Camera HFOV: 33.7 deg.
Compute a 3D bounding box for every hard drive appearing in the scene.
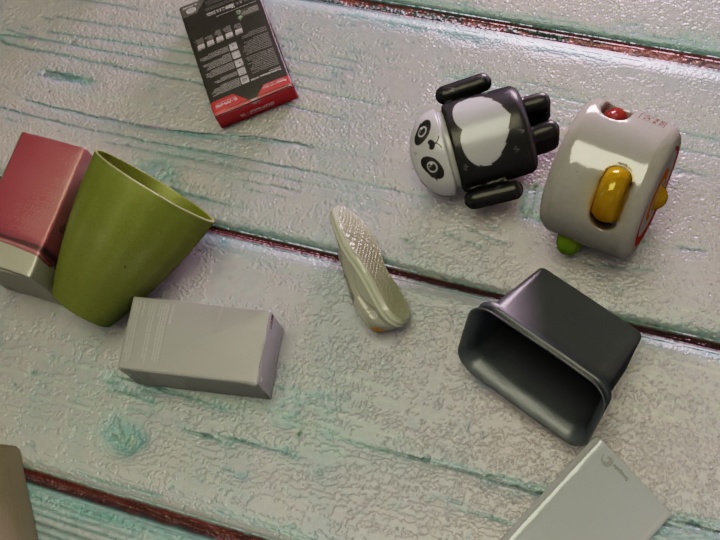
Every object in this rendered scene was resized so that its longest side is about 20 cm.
[{"bbox_3d":[0.260,0.317,1.417,0.200,0.027,0.132,-45,98,-8],"label":"hard drive"}]

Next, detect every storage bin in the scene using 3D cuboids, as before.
[{"bbox_3d":[0.243,0.102,1.483,0.200,0.146,0.134,36,52,21],"label":"storage bin"}]

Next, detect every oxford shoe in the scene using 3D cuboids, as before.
[{"bbox_3d":[0.000,0.000,1.597,0.058,0.075,0.201,-43,61,33],"label":"oxford shoe"}]

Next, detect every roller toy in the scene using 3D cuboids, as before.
[{"bbox_3d":[0.323,-0.116,1.508,0.139,0.200,0.183,24,70,17],"label":"roller toy"}]

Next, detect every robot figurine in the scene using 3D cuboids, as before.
[{"bbox_3d":[0.164,-0.175,1.594,0.199,0.125,0.151,-16,36,4],"label":"robot figurine"}]

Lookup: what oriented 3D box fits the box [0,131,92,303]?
[{"bbox_3d":[-0.445,-0.072,1.671,0.108,0.128,0.201,15,74,15],"label":"box"}]

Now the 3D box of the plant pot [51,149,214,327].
[{"bbox_3d":[-0.329,-0.030,1.622,0.187,0.187,0.201,32,94,20],"label":"plant pot"}]

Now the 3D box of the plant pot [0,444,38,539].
[{"bbox_3d":[-0.546,0.330,1.515,0.199,0.177,0.201,-21,68,3],"label":"plant pot"}]

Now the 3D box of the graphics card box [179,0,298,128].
[{"bbox_3d":[-0.181,-0.321,1.756,0.125,0.051,0.201,-22,68,3],"label":"graphics card box"}]

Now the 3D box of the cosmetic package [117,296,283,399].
[{"bbox_3d":[-0.211,0.103,1.586,0.199,0.090,0.107,8,71,11],"label":"cosmetic package"}]
